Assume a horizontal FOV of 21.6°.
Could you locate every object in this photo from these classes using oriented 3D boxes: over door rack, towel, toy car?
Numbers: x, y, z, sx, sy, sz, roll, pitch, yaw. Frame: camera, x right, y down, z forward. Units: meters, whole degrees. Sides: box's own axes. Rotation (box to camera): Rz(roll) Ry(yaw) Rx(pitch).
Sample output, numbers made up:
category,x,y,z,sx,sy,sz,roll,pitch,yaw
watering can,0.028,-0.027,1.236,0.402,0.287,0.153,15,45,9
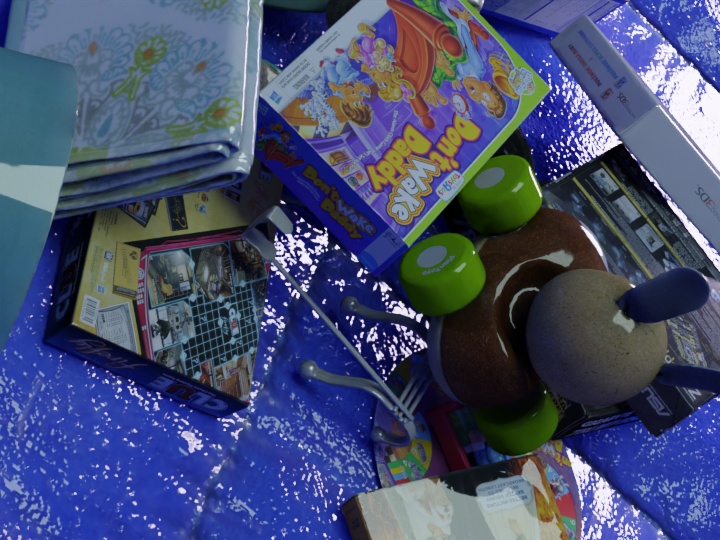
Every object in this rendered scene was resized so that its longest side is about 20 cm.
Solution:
category,x,y,z,sx,sy,sz,roll,pitch,yaw
over door rack,0.000,0.000,1.280,0.200,0.067,0.148,58,43,-26
towel,-0.143,-0.127,1.178,0.048,0.171,0.200,56,29,-54
toy car,0.155,0.029,1.237,0.158,0.200,0.164,-53,129,-32

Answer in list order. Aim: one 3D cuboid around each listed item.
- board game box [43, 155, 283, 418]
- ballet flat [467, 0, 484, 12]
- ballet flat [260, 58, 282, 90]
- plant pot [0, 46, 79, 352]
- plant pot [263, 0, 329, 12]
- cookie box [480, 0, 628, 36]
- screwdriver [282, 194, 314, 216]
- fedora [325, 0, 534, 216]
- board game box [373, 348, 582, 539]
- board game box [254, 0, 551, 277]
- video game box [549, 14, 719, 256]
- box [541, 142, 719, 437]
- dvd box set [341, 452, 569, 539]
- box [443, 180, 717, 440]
category,x,y,z,sx,sy,sz,roll,pitch,yaw
board game box,-0.121,-0.020,1.216,0.135,0.035,0.200,27,54,-29
ballet flat,0.066,-0.218,1.424,0.069,0.200,0.069,0,72,0
ballet flat,-0.100,-0.130,1.307,0.200,0.068,0.067,42,62,-8
plant pot,-0.261,-0.042,0.997,0.161,0.201,0.201,19,52,-20
plant pot,-0.075,-0.274,1.332,0.200,0.141,0.141,27,23,-50
cookie box,0.125,-0.299,1.589,0.200,0.075,0.171,6,61,-53
screwdriver,-0.051,-0.052,1.321,0.200,0.029,0.028,21,52,-35
fedora,0.030,-0.105,1.369,0.201,0.092,0.201,36,26,-21
board game box,0.098,0.137,1.334,0.200,0.039,0.158,36,45,-23
board game box,0.024,-0.107,1.236,0.134,0.045,0.200,45,49,-4
video game box,0.250,-0.099,1.541,0.200,0.047,0.182,44,15,-31
box,0.211,0.010,1.428,0.200,0.049,0.161,53,35,5
dvd box set,0.084,0.229,1.236,0.146,0.029,0.200,-9,70,-26
box,0.180,0.024,1.465,0.198,0.050,0.200,-6,65,-45
